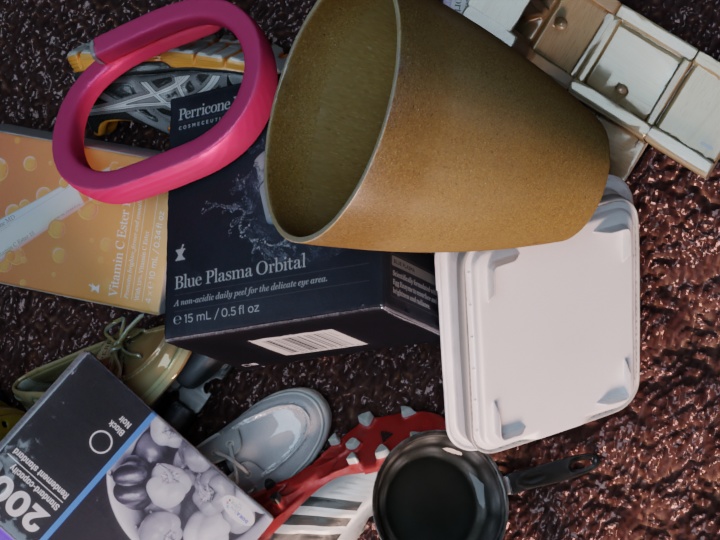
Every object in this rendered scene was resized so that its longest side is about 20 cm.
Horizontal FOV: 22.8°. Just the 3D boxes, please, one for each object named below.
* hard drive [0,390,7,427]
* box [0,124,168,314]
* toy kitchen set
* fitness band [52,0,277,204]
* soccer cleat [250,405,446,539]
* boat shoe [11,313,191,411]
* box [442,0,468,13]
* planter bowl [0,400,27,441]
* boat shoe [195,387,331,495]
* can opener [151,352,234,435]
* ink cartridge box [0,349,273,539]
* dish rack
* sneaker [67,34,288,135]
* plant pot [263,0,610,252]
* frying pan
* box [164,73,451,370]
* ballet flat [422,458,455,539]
[{"bbox_3d":[-0.355,0.172,1.552,0.134,0.042,0.201,-25,87,15],"label":"hard drive"},{"bbox_3d":[-0.231,-0.045,1.476,0.199,0.097,0.125,10,96,14],"label":"box"},{"bbox_3d":[0.166,-0.120,1.316,0.199,0.180,0.164,33,97,10],"label":"toy kitchen set"},{"bbox_3d":[-0.153,-0.130,1.369,0.199,0.037,0.144,-19,60,23],"label":"fitness band"},{"bbox_3d":[-0.010,0.182,1.454,0.199,0.069,0.085,-30,122,0],"label":"soccer cleat"},{"bbox_3d":[-0.211,0.087,1.457,0.200,0.073,0.063,-30,115,38],"label":"boat shoe"},{"bbox_3d":[0.079,-0.155,1.415,0.038,0.041,0.201,10,96,14],"label":"box"},{"bbox_3d":[-0.296,0.172,1.443,0.083,0.200,0.201,-26,87,33],"label":"planter bowl"},{"bbox_3d":[-0.113,0.164,1.474,0.199,0.068,0.072,-29,86,15],"label":"boat shoe"},{"bbox_3d":[-0.166,0.114,1.469,0.053,0.066,0.200,35,88,14],"label":"can opener"},{"bbox_3d":[-0.204,0.200,1.374,0.198,0.043,0.200,42,82,-5],"label":"ink cartridge box"},{"bbox_3d":[0.142,0.040,1.336,0.171,0.044,0.201,-16,119,-22],"label":"dish rack"},{"bbox_3d":[-0.141,-0.149,1.463,0.199,0.078,0.078,2,107,19],"label":"sneaker"},{"bbox_3d":[0.062,-0.088,1.216,0.199,0.186,0.187,14,100,-27],"label":"plant pot"},{"bbox_3d":[0.087,0.161,1.396,0.190,0.031,0.115,-37,93,-24],"label":"frying pan"},{"bbox_3d":[-0.040,-0.041,1.368,0.196,0.117,0.201,-10,71,29],"label":"box"},{"bbox_3d":[0.051,0.247,1.438,0.074,0.074,0.201,-2,91,15],"label":"ballet flat"}]
